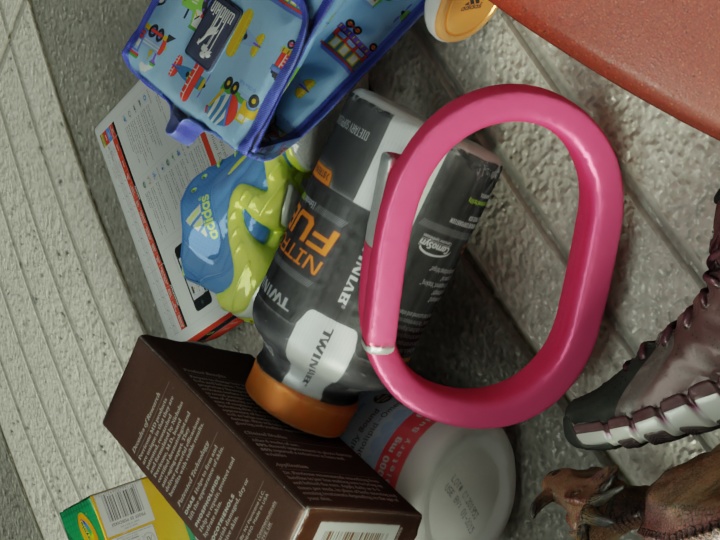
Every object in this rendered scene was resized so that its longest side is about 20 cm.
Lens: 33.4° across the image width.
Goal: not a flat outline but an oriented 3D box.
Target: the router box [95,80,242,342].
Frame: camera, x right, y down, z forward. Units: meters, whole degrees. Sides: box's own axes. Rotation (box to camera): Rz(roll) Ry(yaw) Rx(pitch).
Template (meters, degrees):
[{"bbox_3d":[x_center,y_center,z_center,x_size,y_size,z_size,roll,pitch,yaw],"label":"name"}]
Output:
[{"bbox_3d":[-0.122,-0.061,0.946,0.179,0.048,0.202,-30,78,49],"label":"router box"}]

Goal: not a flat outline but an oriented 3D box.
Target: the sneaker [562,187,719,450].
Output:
[{"bbox_3d":[0.182,0.021,0.621,0.199,0.075,0.117,-22,79,39],"label":"sneaker"}]

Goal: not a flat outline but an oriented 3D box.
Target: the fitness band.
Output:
[{"bbox_3d":[0.073,-0.005,0.677,0.037,0.142,0.202,-118,35,-68],"label":"fitness band"}]

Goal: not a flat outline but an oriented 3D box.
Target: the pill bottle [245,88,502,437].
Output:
[{"bbox_3d":[0.000,0.000,0.741,0.106,0.106,0.202,33,102,39],"label":"pill bottle"}]

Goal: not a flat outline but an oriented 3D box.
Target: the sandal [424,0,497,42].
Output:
[{"bbox_3d":[0.098,-0.196,0.649,0.059,0.079,0.208,50,142,25],"label":"sandal"}]

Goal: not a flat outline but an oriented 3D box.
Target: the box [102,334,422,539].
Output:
[{"bbox_3d":[-0.067,0.122,0.743,0.200,0.100,0.076,39,107,44],"label":"box"}]

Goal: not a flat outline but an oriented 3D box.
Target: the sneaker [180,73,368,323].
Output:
[{"bbox_3d":[-0.069,-0.070,0.815,0.104,0.076,0.202,17,82,26],"label":"sneaker"}]

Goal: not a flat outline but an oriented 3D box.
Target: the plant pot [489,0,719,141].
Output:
[{"bbox_3d":[0.202,-0.144,0.463,0.176,0.199,0.200,46,133,13],"label":"plant pot"}]

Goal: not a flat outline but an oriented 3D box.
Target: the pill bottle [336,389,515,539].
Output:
[{"bbox_3d":[0.001,0.126,0.823,0.199,0.108,0.110,15,112,45],"label":"pill bottle"}]

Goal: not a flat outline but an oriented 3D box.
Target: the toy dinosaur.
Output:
[{"bbox_3d":[0.165,0.123,0.595,0.200,0.134,0.087,101,163,-72],"label":"toy dinosaur"}]

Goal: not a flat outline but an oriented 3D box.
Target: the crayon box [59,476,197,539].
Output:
[{"bbox_3d":[-0.110,0.201,0.902,0.058,0.199,0.120,-31,77,48],"label":"crayon box"}]

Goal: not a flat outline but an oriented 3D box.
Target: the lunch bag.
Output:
[{"bbox_3d":[-0.055,-0.162,0.745,0.150,0.094,0.201,36,90,37],"label":"lunch bag"}]
